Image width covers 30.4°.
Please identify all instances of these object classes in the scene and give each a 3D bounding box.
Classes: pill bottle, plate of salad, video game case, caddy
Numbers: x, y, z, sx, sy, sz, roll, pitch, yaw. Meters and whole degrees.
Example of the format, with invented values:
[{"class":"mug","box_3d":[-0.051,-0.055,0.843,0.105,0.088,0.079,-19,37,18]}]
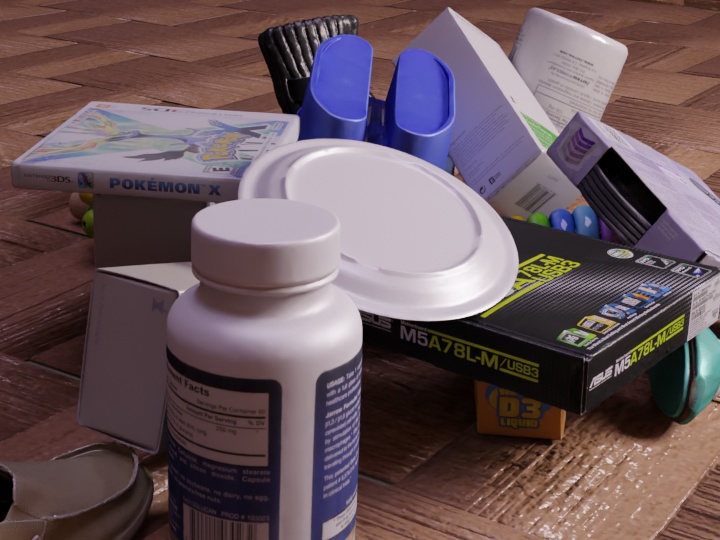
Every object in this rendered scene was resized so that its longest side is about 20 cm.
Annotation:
[{"class":"pill bottle","box_3d":[-0.054,0.068,0.745,0.109,0.203,0.111,2,19,-1]},{"class":"plate of salad","box_3d":[0.011,-0.025,0.904,0.197,0.048,0.201,13,35,-9]},{"class":"pill bottle","box_3d":[0.187,-0.158,1.373,0.113,0.202,0.114,22,10,-4]},{"class":"video game case","box_3d":[-0.147,-0.094,1.014,0.180,0.022,0.200,4,21,4]},{"class":"caddy","box_3d":[0.010,-0.121,1.170,0.139,0.106,0.201,11,35,-3]}]

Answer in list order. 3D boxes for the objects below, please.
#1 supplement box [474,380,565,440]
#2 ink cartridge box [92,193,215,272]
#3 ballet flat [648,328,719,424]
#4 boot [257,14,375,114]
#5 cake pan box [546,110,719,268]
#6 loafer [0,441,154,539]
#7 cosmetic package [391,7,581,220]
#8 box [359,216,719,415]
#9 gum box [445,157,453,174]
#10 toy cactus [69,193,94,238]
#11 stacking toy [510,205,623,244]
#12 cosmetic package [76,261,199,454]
[{"class":"supplement box","box_3d":[0.127,0.055,1.003,0.066,0.070,0.200,4,18,11]},{"class":"ink cartridge box","box_3d":[-0.160,-0.022,1.065,0.083,0.147,0.200,1,20,-3]},{"class":"ballet flat","box_3d":[0.251,0.059,1.014,0.069,0.068,0.200,14,20,-9]},{"class":"boot","box_3d":[0.001,-0.174,1.317,0.209,0.160,0.079,-10,-4,-42]},{"class":"cake pan box","box_3d":[0.264,-0.037,1.093,0.199,0.052,0.185,17,28,-45]},{"class":"loafer","box_3d":[-0.192,0.135,0.739,0.075,0.069,0.199,15,23,31]},{"class":"cosmetic package","box_3d":[0.124,-0.143,1.274,0.107,0.085,0.201,21,35,-51]},{"class":"box","box_3d":[0.125,0.023,0.929,0.192,0.048,0.199,19,28,36]},{"class":"gum box","box_3d":[0.014,-0.088,1.418,0.167,0.045,0.200,3,21,5]},{"class":"toy cactus","box_3d":[-0.221,-0.070,1.298,0.163,0.104,0.200,3,26,33]},{"class":"stacking toy","box_3d":[0.158,-0.021,1.211,0.197,0.087,0.086,-2,19,3]},{"class":"cosmetic package","box_3d":[-0.090,0.050,0.880,0.072,0.105,0.199,14,9,31]}]
